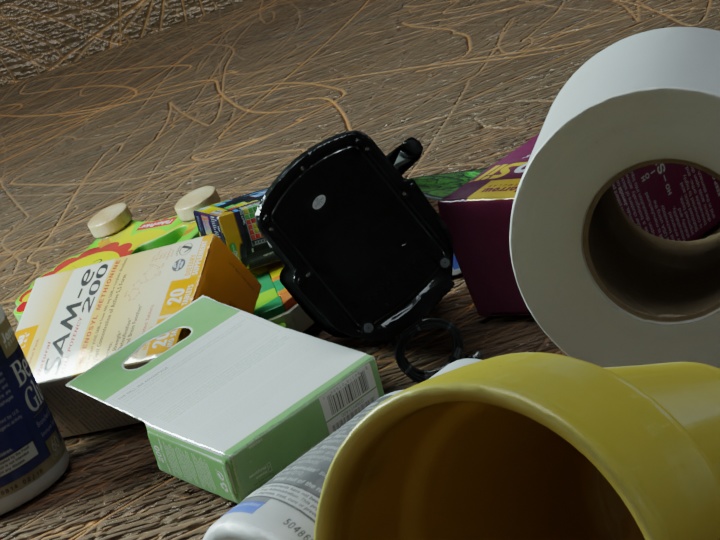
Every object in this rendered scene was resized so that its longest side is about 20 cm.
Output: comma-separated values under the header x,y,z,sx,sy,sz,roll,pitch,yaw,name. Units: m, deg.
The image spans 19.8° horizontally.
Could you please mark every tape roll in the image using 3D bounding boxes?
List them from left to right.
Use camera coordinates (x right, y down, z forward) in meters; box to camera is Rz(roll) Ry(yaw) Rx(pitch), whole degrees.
x,y,z,sx,sy,sz,roll,pitch,yaw,name
0.202,-0.041,1.322,0.201,0.204,0.139,-17,17,18,tape roll

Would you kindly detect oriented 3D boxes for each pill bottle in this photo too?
x,y,z,sx,sy,sz,roll,pitch,yaw,name
-0.314,0.085,1.609,0.110,0.201,0.111,-20,16,6,pill bottle
0.016,0.138,1.155,0.200,0.114,0.113,-35,20,-36,pill bottle

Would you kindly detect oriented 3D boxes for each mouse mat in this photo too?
x,y,z,sx,sy,sz,roll,pitch,yaw,name
0.124,-0.078,1.807,0.160,0.008,0.200,-8,11,-16,mouse mat

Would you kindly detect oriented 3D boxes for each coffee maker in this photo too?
x,y,z,sx,sy,sz,roll,pitch,yaw,name
0.000,0.000,1.574,0.134,0.193,0.200,-16,-1,-3,coffee maker

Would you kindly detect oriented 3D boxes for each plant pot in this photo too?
x,y,z,sx,sy,sz,roll,pitch,yaw,name
0.111,0.125,0.956,0.200,0.202,0.188,-8,7,41,plant pot

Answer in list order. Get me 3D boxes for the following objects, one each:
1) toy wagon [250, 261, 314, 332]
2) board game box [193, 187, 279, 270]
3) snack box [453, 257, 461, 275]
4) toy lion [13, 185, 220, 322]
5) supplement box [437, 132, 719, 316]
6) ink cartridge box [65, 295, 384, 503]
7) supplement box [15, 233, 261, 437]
x,y,z,sx,sy,sz,roll,pitch,yaw,name
-0.087,0.042,1.734,0.154,0.040,0.200,-24,16,-3,toy wagon
-0.059,-0.051,1.881,0.164,0.057,0.200,-18,7,-10,board game box
0.099,-0.023,1.720,0.199,0.024,0.072,-16,15,21,snack box
-0.244,0.002,2.054,0.199,0.069,0.192,-10,27,37,toy lion
0.179,-0.053,1.570,0.200,0.104,0.130,-35,21,-35,supplement box
-0.100,0.091,1.509,0.145,0.048,0.199,-34,32,-32,ink cartridge box
-0.191,0.056,1.682,0.199,0.074,0.127,-14,45,33,supplement box
